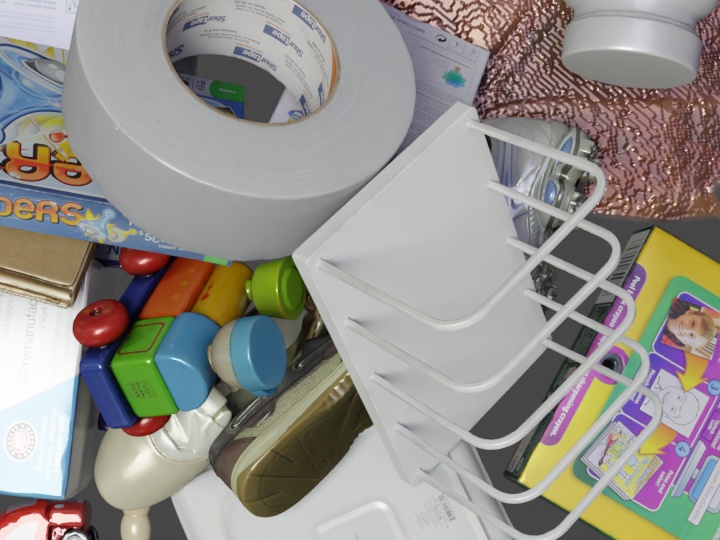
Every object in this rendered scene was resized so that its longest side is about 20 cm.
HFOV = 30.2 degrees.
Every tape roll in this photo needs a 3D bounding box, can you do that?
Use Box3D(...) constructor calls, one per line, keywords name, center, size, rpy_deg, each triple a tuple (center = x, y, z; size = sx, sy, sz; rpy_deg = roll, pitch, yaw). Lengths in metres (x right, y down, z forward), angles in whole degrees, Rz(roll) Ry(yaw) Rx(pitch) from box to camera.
Box3D(name="tape roll", center=(-0.070, -0.107, 0.775), size=(0.198, 0.066, 0.202), rpy_deg=(10, 56, -15))

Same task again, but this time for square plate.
Box3D(name="square plate", center=(0.002, 0.179, 0.837), size=(0.197, 0.028, 0.201), rpy_deg=(-23, 68, -8))

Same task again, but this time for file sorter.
Box3D(name="file sorter", center=(0.079, 0.038, 0.758), size=(0.139, 0.124, 0.201), rpy_deg=(-42, 134, -20))

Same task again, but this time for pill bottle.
Box3D(name="pill bottle", center=(0.198, -0.235, 0.921), size=(0.115, 0.116, 0.202), rpy_deg=(8, 85, -4))

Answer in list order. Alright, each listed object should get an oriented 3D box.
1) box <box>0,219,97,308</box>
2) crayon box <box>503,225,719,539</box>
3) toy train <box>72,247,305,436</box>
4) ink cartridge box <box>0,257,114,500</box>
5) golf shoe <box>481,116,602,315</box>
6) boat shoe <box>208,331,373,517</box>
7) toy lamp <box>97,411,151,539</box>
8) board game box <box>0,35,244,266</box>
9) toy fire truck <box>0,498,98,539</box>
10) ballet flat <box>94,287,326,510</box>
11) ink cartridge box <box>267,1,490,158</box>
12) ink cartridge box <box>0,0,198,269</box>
Box3D(name="box", center=(-0.227, -0.072, 0.814), size=(0.162, 0.021, 0.201), rpy_deg=(15, 43, -5))
Box3D(name="crayon box", center=(0.223, 0.099, 0.925), size=(0.172, 0.058, 0.201), rpy_deg=(30, 84, -3))
Box3D(name="toy train", center=(-0.084, 0.011, 0.824), size=(0.115, 0.201, 0.085), rpy_deg=(-7, 123, 22))
Box3D(name="ink cartridge box", center=(-0.268, 0.059, 0.843), size=(0.198, 0.146, 0.148), rpy_deg=(5, 85, -4))
Box3D(name="golf shoe", center=(0.094, -0.012, 0.928), size=(0.096, 0.078, 0.202), rpy_deg=(18, 80, 17))
Box3D(name="boat shoe", center=(-0.014, 0.067, 0.843), size=(0.201, 0.072, 0.066), rpy_deg=(-42, 49, -20))
Box3D(name="toy lamp", center=(-0.149, 0.159, 0.892), size=(0.058, 0.058, 0.202), rpy_deg=(2, 88, -5))
Box3D(name="board game box", center=(-0.169, -0.077, 0.797), size=(0.198, 0.035, 0.136), rpy_deg=(10, 44, -15))
Box3D(name="toy fire truck", center=(-0.247, 0.252, 0.878), size=(0.140, 0.049, 0.202), rpy_deg=(1, 85, -4))
Box3D(name="ballet flat", center=(-0.091, 0.074, 0.863), size=(0.069, 0.069, 0.200), rpy_deg=(46, 60, 0))
Box3D(name="ink cartridge box", center=(0.008, -0.101, 0.879), size=(0.118, 0.042, 0.201), rpy_deg=(24, 45, -3))
Box3D(name="ink cartridge box", center=(-0.213, -0.104, 0.911), size=(0.198, 0.041, 0.202), rpy_deg=(7, 83, -6))
